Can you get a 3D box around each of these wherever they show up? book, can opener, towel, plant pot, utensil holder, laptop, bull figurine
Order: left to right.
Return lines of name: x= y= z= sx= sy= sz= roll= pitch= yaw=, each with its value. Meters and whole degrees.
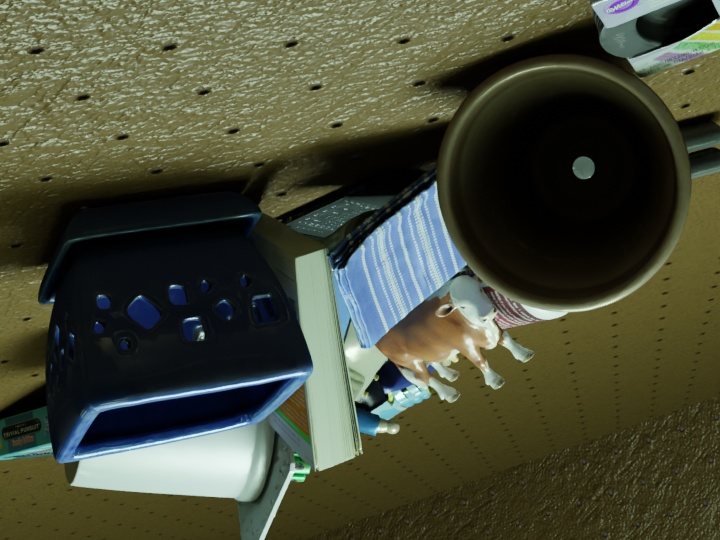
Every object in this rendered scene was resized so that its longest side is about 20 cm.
plant pot: x=-0.172 y=0.044 z=1.411 sx=0.199 sy=0.180 sz=0.200 roll=-8 pitch=164 yaw=-22
utensil holder: x=-0.206 y=0.157 z=1.754 sx=0.199 sy=0.170 sz=0.170 roll=5 pitch=159 yaw=-18
book: x=-0.062 y=0.059 z=1.456 sx=0.048 sy=0.201 sz=0.134 roll=-18 pitch=-155 yaw=-24
laptop: x=0.000 y=0.000 z=1.571 sx=0.200 sy=0.104 sz=0.177 roll=-23 pitch=164 yaw=28
towel: x=0.062 y=-0.028 z=1.428 sx=0.200 sy=0.024 sz=0.145 roll=-39 pitch=145 yaw=-14
bull figurine: x=0.090 y=0.062 z=1.596 sx=0.065 sy=0.121 sz=0.200 roll=-50 pitch=-162 yaw=-30
plant pot: x=0.176 y=-0.077 z=1.344 sx=0.200 sy=0.201 sz=0.175 roll=-19 pitch=-178 yaw=17
can opener: x=0.247 y=-0.101 z=1.581 sx=0.199 sy=0.053 sz=0.067 roll=-14 pitch=-162 yaw=-4

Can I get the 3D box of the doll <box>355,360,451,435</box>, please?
doll: x=0.004 y=0.123 z=1.809 sx=0.200 sy=0.137 sz=0.048 roll=-28 pitch=162 yaw=-19

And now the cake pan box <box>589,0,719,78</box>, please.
cake pan box: x=0.259 y=-0.211 z=1.156 sx=0.200 sy=0.052 sz=0.184 roll=-19 pitch=163 yaw=15

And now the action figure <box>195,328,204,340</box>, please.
action figure: x=-0.102 y=0.049 z=1.633 sx=0.119 sy=0.102 sz=0.200 roll=-64 pitch=158 yaw=6

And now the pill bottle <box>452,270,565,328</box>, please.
pill bottle: x=0.149 y=0.000 z=1.639 sx=0.200 sy=0.113 sz=0.113 roll=-13 pitch=170 yaw=43

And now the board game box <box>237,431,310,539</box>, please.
board game box: x=-0.100 y=0.189 z=1.781 sx=0.026 sy=0.200 sz=0.200 roll=5 pitch=137 yaw=-18

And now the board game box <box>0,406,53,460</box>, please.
board game box: x=-0.347 y=0.190 z=1.989 sx=0.151 sy=0.047 sz=0.200 roll=0 pitch=168 yaw=-43

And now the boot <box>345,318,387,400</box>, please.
boot: x=0.030 y=0.067 z=1.764 sx=0.200 sy=0.072 sz=0.155 roll=18 pitch=106 yaw=-55

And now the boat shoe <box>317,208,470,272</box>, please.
boat shoe: x=0.040 y=-0.025 z=1.504 sx=0.065 sy=0.075 sz=0.202 roll=-15 pitch=177 yaw=41

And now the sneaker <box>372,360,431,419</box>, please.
sneaker: x=0.004 y=0.131 z=1.876 sx=0.130 sy=0.080 sz=0.200 roll=-33 pitch=165 yaw=30
